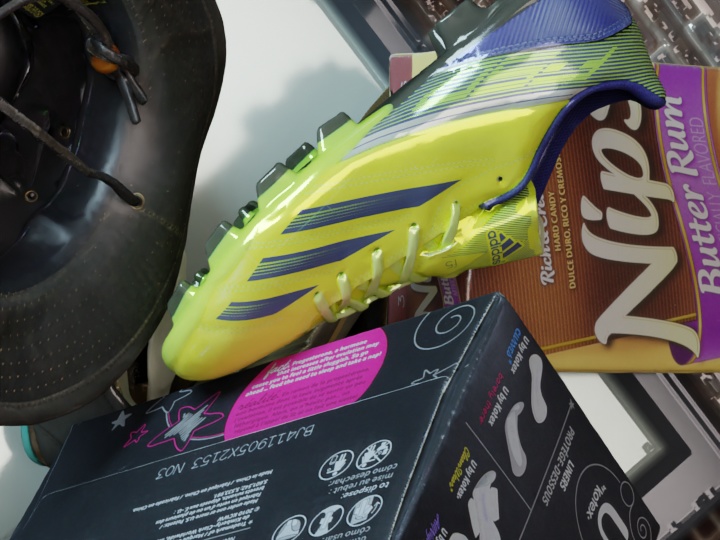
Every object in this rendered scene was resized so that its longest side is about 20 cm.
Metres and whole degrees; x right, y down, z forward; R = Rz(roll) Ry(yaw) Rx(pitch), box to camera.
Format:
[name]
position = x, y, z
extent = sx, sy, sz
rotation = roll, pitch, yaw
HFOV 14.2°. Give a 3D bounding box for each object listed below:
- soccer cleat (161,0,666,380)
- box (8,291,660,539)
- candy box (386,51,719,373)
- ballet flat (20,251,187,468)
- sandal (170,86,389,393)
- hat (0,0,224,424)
[soccer cleat]
position = 0.018, -0.022, 0.985
extent = 0.200, 0.065, 0.084
rotation = -42, 91, 0
[box]
position = -0.020, 0.113, 0.972
extent = 0.115, 0.199, 0.132
rotation = 53, 39, -24
[candy box]
position = 0.103, -0.019, 1.094
extent = 0.199, 0.056, 0.118
rotation = 1, 90, -34
[ballet flat]
position = -0.095, -0.022, 1.073
extent = 0.068, 0.068, 0.201
rotation = -5, 95, 27
[sandal]
position = 0.000, 0.000, 1.102
extent = 0.054, 0.080, 0.200
rotation = 46, 73, -30
[hat]
position = -0.136, -0.052, 0.979
extent = 0.200, 0.081, 0.202
rotation = -13, 106, -51
